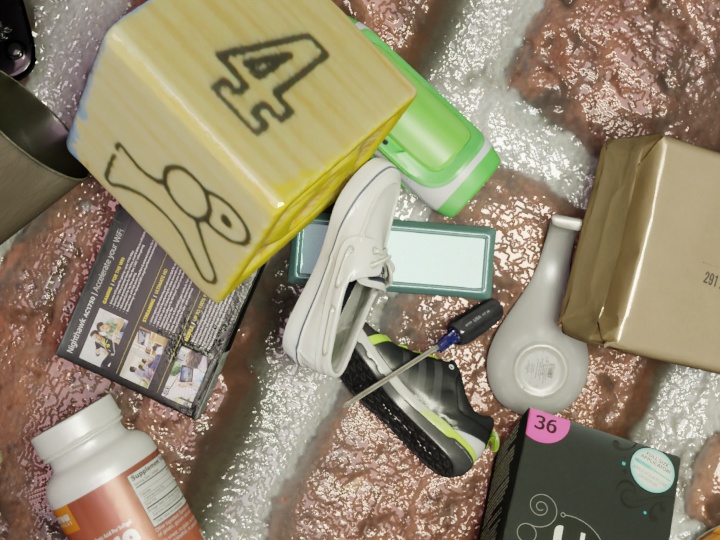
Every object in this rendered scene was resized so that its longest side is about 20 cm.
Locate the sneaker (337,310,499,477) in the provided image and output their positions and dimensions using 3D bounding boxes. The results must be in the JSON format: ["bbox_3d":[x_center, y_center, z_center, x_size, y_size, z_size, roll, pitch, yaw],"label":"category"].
[{"bbox_3d":[0.051,0.107,1.277,0.200,0.072,0.083,49,62,-1],"label":"sneaker"}]

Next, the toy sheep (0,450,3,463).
[{"bbox_3d":[-0.419,0.203,1.226,0.198,0.138,0.139,-27,92,0],"label":"toy sheep"}]

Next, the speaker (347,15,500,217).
[{"bbox_3d":[0.035,-0.142,1.249,0.200,0.088,0.089,43,90,-2],"label":"speaker"}]

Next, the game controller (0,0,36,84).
[{"bbox_3d":[-0.406,-0.207,1.261,0.197,0.042,0.106,-17,92,-1],"label":"game controller"}]

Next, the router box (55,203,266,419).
[{"bbox_3d":[-0.179,0.017,1.265,0.148,0.051,0.202,24,91,0],"label":"router box"}]

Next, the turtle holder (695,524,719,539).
[{"bbox_3d":[0.376,0.313,1.241,0.184,0.141,0.133,28,74,7],"label":"turtle holder"}]

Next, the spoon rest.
[{"bbox_3d":[0.179,0.043,1.278,0.098,0.061,0.203,11,104,0],"label":"spoon rest"}]

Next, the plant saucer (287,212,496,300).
[{"bbox_3d":[0.031,-0.014,1.286,0.197,0.019,0.071,5,92,-2],"label":"plant saucer"}]

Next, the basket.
[{"bbox_3d":[-0.370,-0.070,1.213,0.200,0.180,0.137,-41,72,9],"label":"basket"}]

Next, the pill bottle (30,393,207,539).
[{"bbox_3d":[-0.220,0.222,1.240,0.111,0.112,0.202,-29,91,0],"label":"pill bottle"}]

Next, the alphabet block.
[{"bbox_3d":[-0.106,-0.130,1.155,0.200,0.195,0.196,46,58,2],"label":"alphabet block"}]

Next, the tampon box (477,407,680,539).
[{"bbox_3d":[0.185,0.254,1.200,0.148,0.127,0.202,18,59,-2],"label":"tampon box"}]

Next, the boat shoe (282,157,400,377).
[{"bbox_3d":[0.000,0.000,1.213,0.065,0.073,0.202,24,94,33],"label":"boat shoe"}]

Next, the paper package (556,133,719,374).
[{"bbox_3d":[0.300,-0.010,1.215,0.198,0.103,0.193,13,92,-24],"label":"paper package"}]

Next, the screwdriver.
[{"bbox_3d":[0.060,0.082,1.240,0.199,0.028,0.029,-35,108,-29],"label":"screwdriver"}]
